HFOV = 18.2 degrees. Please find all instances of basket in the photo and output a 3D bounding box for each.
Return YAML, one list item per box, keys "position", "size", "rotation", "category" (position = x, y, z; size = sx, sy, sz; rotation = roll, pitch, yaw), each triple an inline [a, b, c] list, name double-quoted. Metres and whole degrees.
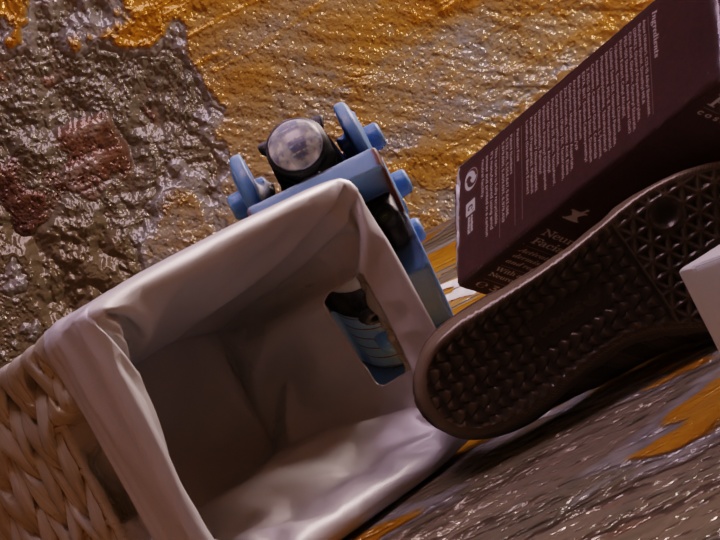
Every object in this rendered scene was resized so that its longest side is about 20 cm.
- position: [-0.066, 0.064, 0.974]
  size: [0.123, 0.136, 0.200]
  rotation: [-28, 0, 38]
  category: "basket"

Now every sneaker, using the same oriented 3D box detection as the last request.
- position: [0.111, 0.009, 0.962]
  size: [0.199, 0.071, 0.076]
  rotation: [-24, -2, -3]
  category: "sneaker"

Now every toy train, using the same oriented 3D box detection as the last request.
- position: [0.000, 0.000, 1.132]
  size: [0.086, 0.115, 0.200]
  rotation: [-27, -28, 0]
  category: "toy train"

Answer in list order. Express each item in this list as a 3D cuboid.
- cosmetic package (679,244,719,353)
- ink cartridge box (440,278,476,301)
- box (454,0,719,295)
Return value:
- position: [0.234, -0.036, 0.810]
  size: [0.200, 0.052, 0.151]
  rotation: [-29, 5, -33]
  category: "cosmetic package"
- position: [-0.008, 0.065, 1.445]
  size: [0.199, 0.050, 0.162]
  rotation: [-22, 3, 5]
  category: "ink cartridge box"
- position: [0.137, -0.049, 1.015]
  size: [0.100, 0.075, 0.200]
  rotation: [18, -36, -25]
  category: "box"
